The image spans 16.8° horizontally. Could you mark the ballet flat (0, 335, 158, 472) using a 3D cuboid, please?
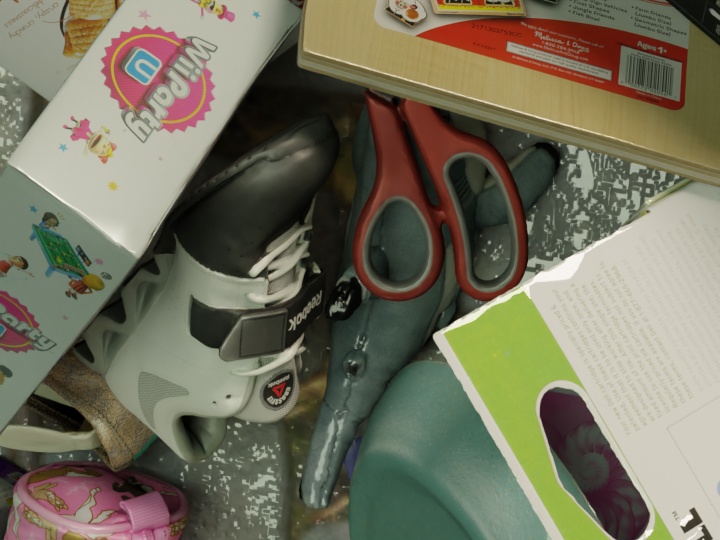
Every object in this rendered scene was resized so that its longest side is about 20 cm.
[{"bbox_3d":[-0.179,0.039,1.120,0.199,0.068,0.068,19,67,19],"label":"ballet flat"}]

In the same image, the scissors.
[{"bbox_3d":[0.016,-0.080,0.977,0.073,0.014,0.201,-12,103,7],"label":"scissors"}]

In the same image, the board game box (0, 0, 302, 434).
[{"bbox_3d":[-0.115,-0.026,0.993,0.064,0.148,0.200,36,142,-7],"label":"board game box"}]

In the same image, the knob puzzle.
[{"bbox_3d":[0.069,-0.127,0.973,0.219,0.220,0.031,39,143,13],"label":"knob puzzle"}]

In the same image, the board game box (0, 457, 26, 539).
[{"bbox_3d":[-0.265,0.105,1.148,0.199,0.103,0.105,30,106,15],"label":"board game box"}]

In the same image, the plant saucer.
[{"bbox_3d":[0.047,0.136,0.984,0.200,0.036,0.201,44,147,40],"label":"plant saucer"}]

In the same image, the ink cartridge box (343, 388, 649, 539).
[{"bbox_3d":[0.103,0.135,1.043,0.199,0.043,0.197,-23,88,20],"label":"ink cartridge box"}]

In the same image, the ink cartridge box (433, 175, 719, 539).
[{"bbox_3d":[0.132,0.047,0.940,0.199,0.076,0.148,-28,83,-22],"label":"ink cartridge box"}]

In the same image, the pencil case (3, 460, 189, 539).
[{"bbox_3d":[-0.132,0.186,1.111,0.086,0.083,0.201,12,103,9],"label":"pencil case"}]

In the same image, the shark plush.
[{"bbox_3d":[0.000,0.000,1.044,0.091,0.083,0.201,34,106,14],"label":"shark plush"}]

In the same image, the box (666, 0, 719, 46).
[{"bbox_3d":[0.145,-0.192,0.918,0.200,0.124,0.149,42,77,13],"label":"box"}]

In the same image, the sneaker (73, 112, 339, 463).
[{"bbox_3d":[-0.044,0.012,1.006,0.089,0.074,0.200,52,142,10],"label":"sneaker"}]

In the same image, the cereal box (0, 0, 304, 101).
[{"bbox_3d":[-0.110,-0.141,1.023,0.144,0.200,0.040,-35,44,21],"label":"cereal box"}]
